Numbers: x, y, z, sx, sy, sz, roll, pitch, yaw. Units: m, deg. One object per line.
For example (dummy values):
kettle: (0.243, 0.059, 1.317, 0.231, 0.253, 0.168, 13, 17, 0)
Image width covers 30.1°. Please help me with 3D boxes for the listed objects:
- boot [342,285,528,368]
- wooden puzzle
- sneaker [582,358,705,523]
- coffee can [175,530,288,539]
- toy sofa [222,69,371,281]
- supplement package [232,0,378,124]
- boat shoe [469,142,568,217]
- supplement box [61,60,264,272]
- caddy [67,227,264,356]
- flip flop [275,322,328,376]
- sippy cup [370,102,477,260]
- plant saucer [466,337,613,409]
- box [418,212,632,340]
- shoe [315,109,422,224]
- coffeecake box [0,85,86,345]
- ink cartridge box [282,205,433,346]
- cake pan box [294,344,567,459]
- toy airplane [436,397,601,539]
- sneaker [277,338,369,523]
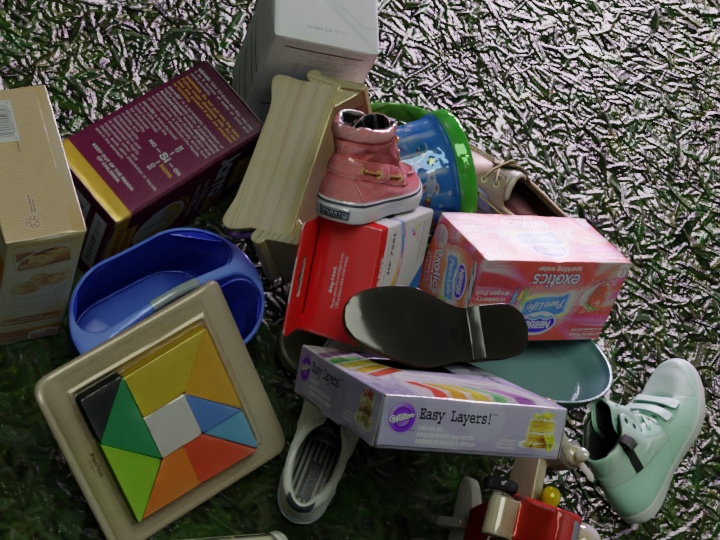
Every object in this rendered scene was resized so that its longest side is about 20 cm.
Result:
boot: (0.058, 0.061, 1.254, 0.198, 0.075, 0.074, 8, 74, -32)
wooden puzzle: (-0.172, 0.134, 1.207, 0.199, 0.037, 0.186, -33, 114, -25)
sneaker: (0.296, 0.148, 1.398, 0.118, 0.073, 0.201, 52, 51, -31)
coffee can: (-0.159, 0.300, 1.123, 0.198, 0.147, 0.148, 0, 62, -21)
toy sofa: (-0.059, -0.094, 1.330, 0.097, 0.083, 0.202, 10, 65, 13)
supplement package: (-0.064, -0.222, 1.422, 0.113, 0.200, 0.110, 9, 59, -17)
boat shoe: (0.165, -0.091, 1.516, 0.200, 0.066, 0.074, 40, 56, 4)
supplement box: (-0.211, -0.100, 1.341, 0.200, 0.131, 0.103, -37, 80, -32)
caddy: (-0.187, 0.043, 1.281, 0.199, 0.105, 0.142, -30, 76, -32)
flip flop: (0.011, 0.079, 1.366, 0.198, 0.058, 0.082, 11, 58, -15)
sippy cup: (0.042, -0.096, 1.443, 0.129, 0.141, 0.178, -11, 24, -15)
plant saucer: (0.163, 0.090, 1.391, 0.198, 0.036, 0.200, 16, 27, -8)
box: (0.169, 0.009, 1.397, 0.198, 0.103, 0.095, 2, 32, -33)
shoe: (0.018, -0.106, 1.279, 0.071, 0.092, 0.200, 16, 16, 17)
coffeecake box: (-0.315, -0.046, 1.227, 0.072, 0.200, 0.155, -10, 65, -24)
ink cartridge box: (0.000, 0.000, 1.289, 0.067, 0.117, 0.200, 16, 15, 18)
cake pan box: (0.057, 0.116, 1.194, 0.183, 0.200, 0.053, 10, 95, -24)
toy airplane: (0.153, 0.248, 1.245, 0.140, 0.201, 0.200, 15, 29, -8)
sneaker: (-0.024, 0.144, 1.280, 0.072, 0.071, 0.202, 18, 72, -6)
